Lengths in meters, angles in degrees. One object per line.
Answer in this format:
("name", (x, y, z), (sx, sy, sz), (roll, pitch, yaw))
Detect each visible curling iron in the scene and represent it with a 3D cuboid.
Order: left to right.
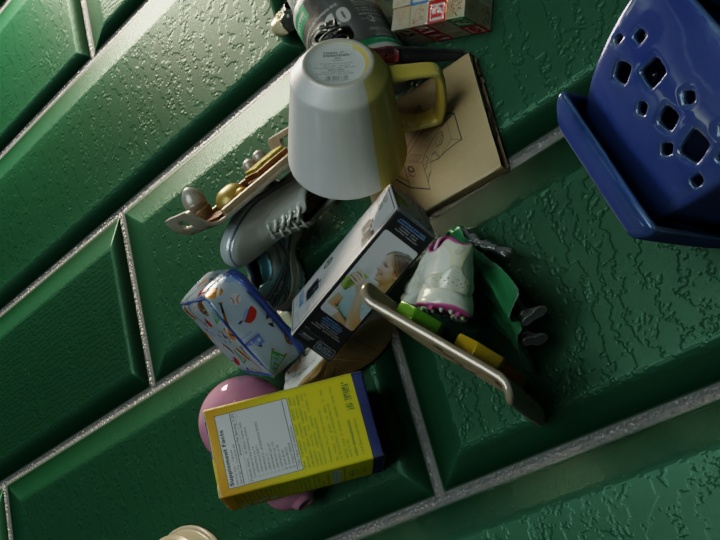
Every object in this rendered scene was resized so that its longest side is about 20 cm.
("curling iron", (0.037, -0.269, 1.129), (0.050, 0.199, 0.026), (112, 156, -47))

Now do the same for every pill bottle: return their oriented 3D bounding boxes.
("pill bottle", (-0.021, -0.318, 1.236), (0.113, 0.113, 0.200), (-45, 56, 28))

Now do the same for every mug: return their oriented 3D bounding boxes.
("mug", (-0.008, -0.200, 1.110), (0.149, 0.153, 0.186), (37, 65, 27))

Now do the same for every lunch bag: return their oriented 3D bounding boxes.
("lunch bag", (-0.158, 0.075, 1.252), (0.076, 0.160, 0.200), (-45, 13, -16))

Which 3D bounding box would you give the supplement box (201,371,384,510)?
("supplement box", (-0.080, 0.210, 1.139), (0.199, 0.110, 0.109), (-13, 68, -6))

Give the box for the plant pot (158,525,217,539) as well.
("plant pot", (-0.311, 0.473, 1.323), (0.200, 0.183, 0.201), (-9, 77, 41))

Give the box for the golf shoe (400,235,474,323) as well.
("golf shoe", (0.095, 0.009, 1.060), (0.200, 0.075, 0.092), (177, 105, -82))

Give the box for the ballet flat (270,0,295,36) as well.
("ballet flat", (-0.067, -0.414, 1.325), (0.200, 0.057, 0.067), (-42, 42, 27))

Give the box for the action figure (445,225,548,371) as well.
("action figure", (0.146, 0.007, 1.058), (0.200, 0.055, 0.118), (-122, 18, -47))

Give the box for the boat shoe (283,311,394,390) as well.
("boat shoe", (-0.038, 0.104, 1.213), (0.200, 0.071, 0.069), (-41, 45, 27))

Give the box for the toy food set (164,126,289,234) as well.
("toy food set", (-0.168, -0.125, 1.247), (0.200, 0.060, 0.143), (-44, 13, -19))

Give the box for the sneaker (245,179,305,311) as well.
("sneaker", (-0.130, -0.044, 1.308), (0.078, 0.086, 0.201), (-24, 68, 36))

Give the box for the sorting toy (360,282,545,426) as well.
("sorting toy", (0.106, 0.086, 0.992), (0.200, 0.185, 0.037), (34, 88, 27))

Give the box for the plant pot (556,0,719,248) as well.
("plant pot", (0.314, -0.131, 0.854), (0.180, 0.200, 0.200), (-47, 55, 35))

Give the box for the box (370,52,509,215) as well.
("box", (0.084, -0.154, 1.176), (0.200, 0.021, 0.164), (-28, 65, 35))

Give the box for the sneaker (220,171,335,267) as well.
("sneaker", (-0.103, -0.076, 1.241), (0.071, 0.073, 0.200), (21, 58, 41))

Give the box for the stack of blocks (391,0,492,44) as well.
("stack of blocks", (0.108, -0.397, 1.168), (0.115, 0.058, 0.201), (2, 85, 42))

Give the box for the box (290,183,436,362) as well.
("box", (0.000, 0.000, 1.119), (0.200, 0.060, 0.117), (-49, 15, 15))

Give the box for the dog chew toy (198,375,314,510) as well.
("dog chew toy", (-0.130, 0.237, 1.248), (0.200, 0.124, 0.125), (47, 114, 27))
